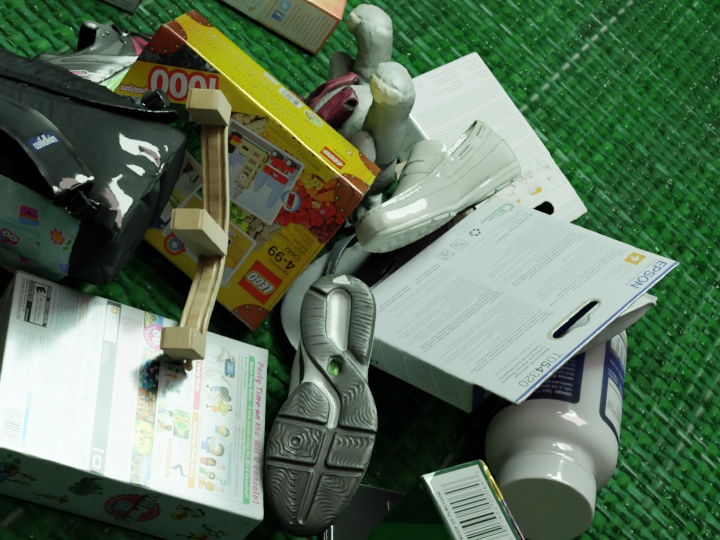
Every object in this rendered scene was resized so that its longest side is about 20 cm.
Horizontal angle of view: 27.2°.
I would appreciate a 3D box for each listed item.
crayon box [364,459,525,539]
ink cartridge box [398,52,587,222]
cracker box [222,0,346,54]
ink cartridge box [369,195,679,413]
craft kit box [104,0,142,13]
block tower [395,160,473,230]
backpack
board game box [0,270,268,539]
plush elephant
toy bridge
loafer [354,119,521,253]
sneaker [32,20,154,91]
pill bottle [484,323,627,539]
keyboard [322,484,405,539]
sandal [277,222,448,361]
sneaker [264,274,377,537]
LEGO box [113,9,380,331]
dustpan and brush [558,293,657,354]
[{"bbox_3d":[0.066,0.257,0.985,0.058,0.173,0.201,-9,60,-35],"label":"crayon box"},{"bbox_3d":[0.117,-0.108,1.466,0.162,0.050,0.201,-29,85,-48],"label":"ink cartridge box"},{"bbox_3d":[-0.104,-0.314,1.449,0.199,0.058,0.135,28,43,-15],"label":"cracker box"},{"bbox_3d":[0.115,0.030,1.170,0.196,0.044,0.199,-36,40,-28],"label":"ink cartridge box"},{"bbox_3d":[-0.238,-0.331,1.253,0.198,0.198,0.049,20,44,-22],"label":"craft kit box"},{"bbox_3d":[0.073,-0.014,1.321,0.054,0.057,0.201,45,32,-45],"label":"block tower"},{"bbox_3d":[-0.242,-0.077,1.070,0.198,0.127,0.167,23,33,1],"label":"backpack"},{"bbox_3d":[-0.166,0.101,1.047,0.198,0.064,0.149,20,47,-22],"label":"board game box"},{"bbox_3d":[-0.049,-0.118,1.266,0.153,0.201,0.165,1,38,-10],"label":"plush elephant"},{"bbox_3d":[-0.115,-0.026,1.081,0.027,0.067,0.202,1,74,11],"label":"toy bridge"},{"bbox_3d":[0.058,-0.072,1.246,0.199,0.070,0.070,-30,87,-47],"label":"loafer"},{"bbox_3d":[-0.194,-0.181,1.253,0.084,0.077,0.199,53,41,6],"label":"sneaker"},{"bbox_3d":[0.162,0.122,1.247,0.110,0.111,0.201,30,42,-13],"label":"pill bottle"},{"bbox_3d":[0.029,0.253,1.103,0.126,0.021,0.201,15,49,-20],"label":"keyboard"},{"bbox_3d":[0.000,-0.001,1.240,0.076,0.043,0.200,36,60,8],"label":"sandal"},{"bbox_3d":[-0.025,0.116,1.112,0.075,0.116,0.202,9,61,2],"label":"sneaker"},{"bbox_3d":[-0.108,-0.079,1.167,0.200,0.149,0.077,40,21,-2],"label":"LEGO box"},{"bbox_3d":[0.127,0.044,1.217,0.200,0.058,0.139,-41,40,-20],"label":"dustpan and brush"}]
